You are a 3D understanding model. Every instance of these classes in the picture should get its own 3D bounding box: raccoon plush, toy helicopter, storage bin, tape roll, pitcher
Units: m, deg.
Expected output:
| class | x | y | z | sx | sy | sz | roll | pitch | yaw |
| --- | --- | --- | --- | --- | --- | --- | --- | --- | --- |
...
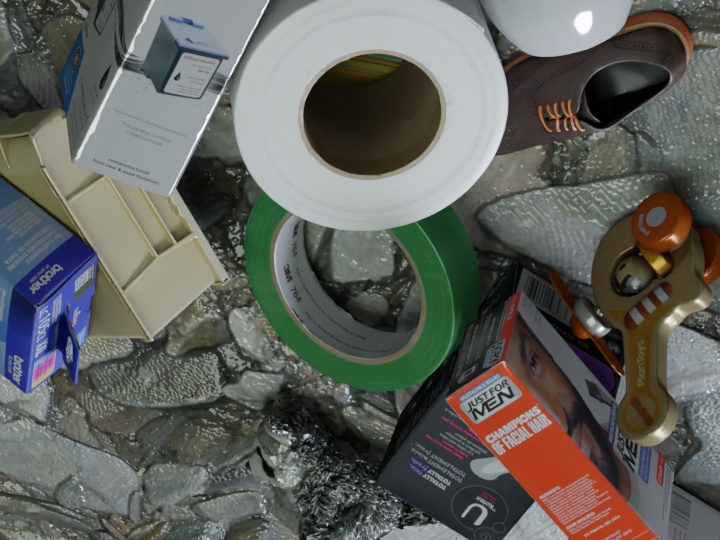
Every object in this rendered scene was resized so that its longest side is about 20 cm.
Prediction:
| class | x | y | z | sx | sy | sz | roll | pitch | yaw |
| --- | --- | --- | --- | --- | --- | --- | --- | --- | --- |
| raccoon plush | 0.001 | 0.161 | 1.841 | 0.199 | 0.097 | 0.134 | -17 | 104 | -8 |
| toy helicopter | 0.211 | 0.045 | 1.625 | 0.132 | 0.201 | 0.079 | -18 | 143 | 32 |
| storage bin | -0.242 | -0.044 | 1.706 | 0.200 | 0.094 | 0.199 | -1 | 125 | 50 |
| tape roll | 0.000 | 0.000 | 1.703 | 0.200 | 0.048 | 0.201 | 18 | 127 | 26 |
| pitcher | 0.110 | -0.247 | 1.483 | 0.121 | 0.171 | 0.200 | 12 | 129 | 48 |
| tape roll | 0.000 | -0.149 | 1.555 | 0.202 | 0.139 | 0.203 | -3 | 124 | -5 |

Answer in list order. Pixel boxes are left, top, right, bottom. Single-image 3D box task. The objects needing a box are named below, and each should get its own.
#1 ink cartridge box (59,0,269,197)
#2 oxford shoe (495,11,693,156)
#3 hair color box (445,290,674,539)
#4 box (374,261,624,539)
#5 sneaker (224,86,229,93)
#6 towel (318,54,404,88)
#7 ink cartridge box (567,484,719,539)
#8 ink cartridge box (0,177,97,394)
| class | x | y | z | sx | sy | sz | roll | pitch | yaw |
| --- | --- | --- | --- | --- | --- | --- | --- | --- | --- |
| ink cartridge box | -0.139 | -0.179 | 1.519 | 0.086 | 0.147 | 0.200 | 17 | 116 | -22 |
| oxford shoe | 0.156 | -0.133 | 1.596 | 0.200 | 0.073 | 0.071 | -26 | 112 | 28 |
| hair color box | 0.156 | 0.126 | 1.607 | 0.064 | 0.111 | 0.200 | -35 | 107 | 26 |
| box | 0.118 | 0.114 | 1.740 | 0.122 | 0.106 | 0.200 | 32 | 123 | -5 |
| sneaker | -0.136 | -0.166 | 1.654 | 0.088 | 0.081 | 0.200 | 42 | 123 | -10 |
| towel | -0.007 | -0.136 | 1.677 | 0.086 | 0.018 | 0.200 | 13 | 125 | 15 |
| ink cartridge box | 0.275 | 0.269 | 1.768 | 0.200 | 0.145 | 0.083 | 31 | 123 | -5 |
| ink cartridge box | -0.283 | 0.004 | 1.651 | 0.200 | 0.076 | 0.137 | 36 | 146 | 13 |
